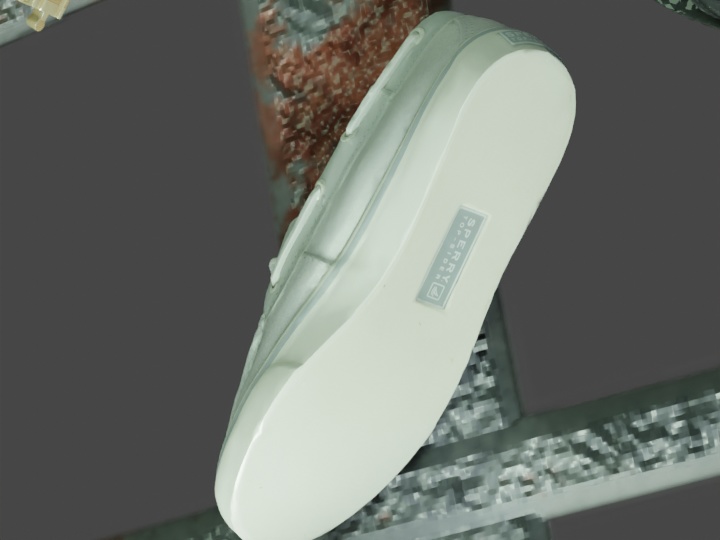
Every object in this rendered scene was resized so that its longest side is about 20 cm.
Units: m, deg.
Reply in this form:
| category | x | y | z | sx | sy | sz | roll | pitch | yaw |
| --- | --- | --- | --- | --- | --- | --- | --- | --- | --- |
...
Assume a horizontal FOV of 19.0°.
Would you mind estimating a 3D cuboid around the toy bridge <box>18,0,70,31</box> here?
| category | x | y | z | sx | sy | sz | roll | pitch | yaw |
| --- | --- | --- | --- | --- | --- | --- | --- | --- | --- |
| toy bridge | -0.085 | -0.186 | 0.859 | 0.067 | 0.027 | 0.200 | 30 | 96 | 29 |

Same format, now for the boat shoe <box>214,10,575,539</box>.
| category | x | y | z | sx | sy | sz | roll | pitch | yaw |
| --- | --- | --- | --- | --- | --- | --- | --- | --- | --- |
| boat shoe | 0.000 | 0.000 | 0.756 | 0.068 | 0.072 | 0.200 | 37 | 107 | 51 |

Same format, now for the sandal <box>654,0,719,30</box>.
| category | x | y | z | sx | sy | sz | roll | pitch | yaw |
| --- | --- | --- | --- | --- | --- | --- | --- | --- | --- |
| sandal | 0.150 | -0.098 | 0.698 | 0.200 | 0.048 | 0.075 | 39 | 100 | 29 |
